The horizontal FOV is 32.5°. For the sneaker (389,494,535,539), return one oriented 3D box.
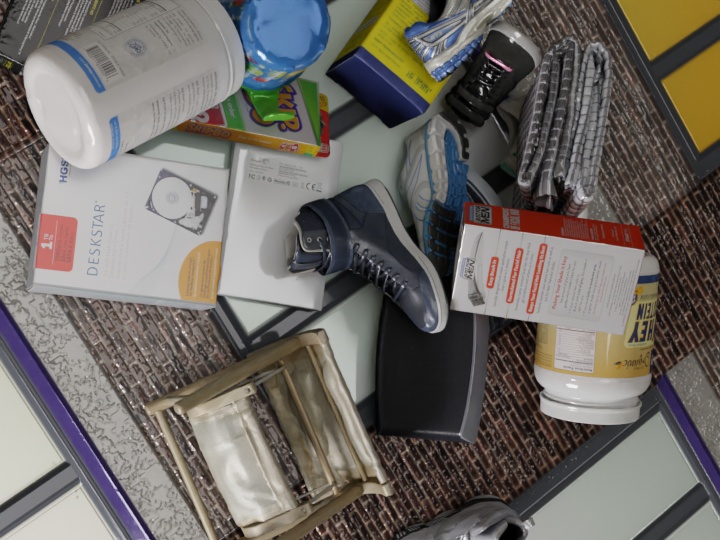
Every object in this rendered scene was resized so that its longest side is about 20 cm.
[{"bbox_3d":[0.110,0.328,1.445,0.199,0.115,0.076,-26,95,-20],"label":"sneaker"}]

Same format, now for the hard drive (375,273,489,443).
[{"bbox_3d":[0.081,0.099,1.456,0.134,0.042,0.202,4,86,13],"label":"hard drive"}]

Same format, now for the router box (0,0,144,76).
[{"bbox_3d":[-0.302,-0.294,1.362,0.148,0.051,0.201,24,79,-20],"label":"router box"}]

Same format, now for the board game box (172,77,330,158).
[{"bbox_3d":[-0.126,-0.189,1.419,0.199,0.030,0.096,11,58,-22],"label":"board game box"}]

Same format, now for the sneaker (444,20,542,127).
[{"bbox_3d":[0.153,-0.225,1.463,0.071,0.200,0.099,38,84,2],"label":"sneaker"}]

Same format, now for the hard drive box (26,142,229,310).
[{"bbox_3d":[-0.254,-0.045,1.353,0.198,0.077,0.157,6,84,-20],"label":"hard drive box"}]

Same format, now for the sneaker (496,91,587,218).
[{"bbox_3d":[0.220,-0.124,1.546,0.088,0.075,0.201,-12,81,-16],"label":"sneaker"}]

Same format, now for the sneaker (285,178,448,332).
[{"bbox_3d":[-0.001,0.000,1.393,0.145,0.077,0.203,-18,65,-31],"label":"sneaker"}]

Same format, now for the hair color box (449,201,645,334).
[{"bbox_3d":[0.205,-0.003,1.379,0.198,0.064,0.112,8,119,0],"label":"hair color box"}]

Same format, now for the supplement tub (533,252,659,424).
[{"bbox_3d":[0.285,0.076,1.504,0.143,0.144,0.202,0,97,-21],"label":"supplement tub"}]

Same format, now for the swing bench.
[{"bbox_3d":[-0.099,0.195,1.371,0.199,0.130,0.200,-25,95,-26],"label":"swing bench"}]

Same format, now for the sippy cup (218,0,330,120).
[{"bbox_3d":[-0.095,-0.264,1.349,0.139,0.130,0.178,-40,108,-10],"label":"sippy cup"}]

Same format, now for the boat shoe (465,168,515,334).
[{"bbox_3d":[0.139,-0.020,1.501,0.091,0.071,0.201,-29,99,-23],"label":"boat shoe"}]

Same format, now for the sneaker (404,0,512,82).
[{"bbox_3d":[0.124,-0.313,1.399,0.085,0.077,0.200,41,74,-9],"label":"sneaker"}]

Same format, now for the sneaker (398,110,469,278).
[{"bbox_3d":[0.083,-0.083,1.474,0.075,0.086,0.202,18,66,-38],"label":"sneaker"}]

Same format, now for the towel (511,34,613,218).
[{"bbox_3d":[0.224,-0.150,1.434,0.085,0.166,0.202,12,75,-1],"label":"towel"}]

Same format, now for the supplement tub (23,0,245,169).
[{"bbox_3d":[-0.234,-0.202,1.286,0.199,0.132,0.133,-32,98,-32],"label":"supplement tub"}]

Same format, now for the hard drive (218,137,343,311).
[{"bbox_3d":[-0.096,-0.062,1.440,0.131,0.026,0.202,10,83,-20],"label":"hard drive"}]

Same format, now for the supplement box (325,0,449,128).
[{"bbox_3d":[0.068,-0.286,1.473,0.109,0.109,0.201,38,75,-14],"label":"supplement box"}]
